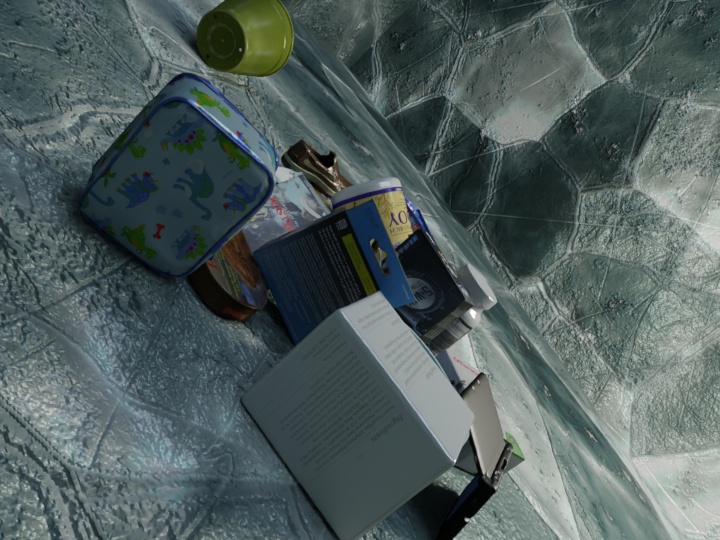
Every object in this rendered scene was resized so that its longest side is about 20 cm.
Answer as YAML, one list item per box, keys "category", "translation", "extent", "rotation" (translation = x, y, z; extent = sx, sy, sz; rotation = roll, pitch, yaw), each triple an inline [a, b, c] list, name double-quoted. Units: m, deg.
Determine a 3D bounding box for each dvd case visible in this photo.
- category: "dvd case"
  translation: [-0.119, -0.065, 0.988]
  extent: [0.199, 0.022, 0.147]
  rotation: [-29, 79, -46]

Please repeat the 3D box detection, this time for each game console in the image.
- category: "game console"
  translation: [0.150, 0.265, 0.918]
  extent: [0.116, 0.177, 0.199]
  rotation: [41, 15, 15]

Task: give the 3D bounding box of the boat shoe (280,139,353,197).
- category: "boat shoe"
  translation: [-0.068, -0.206, 1.302]
  extent: [0.200, 0.075, 0.075]
  rotation: [20, 30, -49]

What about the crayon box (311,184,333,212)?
- category: "crayon box"
  translation: [-0.046, -0.096, 1.345]
  extent: [0.200, 0.051, 0.127]
  rotation: [43, 18, -26]

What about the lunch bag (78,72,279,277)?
- category: "lunch bag"
  translation: [-0.195, -0.095, 0.696]
  extent: [0.160, 0.199, 0.083]
  rotation: [38, 26, -28]

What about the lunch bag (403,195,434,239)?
- category: "lunch bag"
  translation: [0.091, -0.049, 1.428]
  extent: [0.094, 0.150, 0.202]
  rotation: [33, 24, -43]

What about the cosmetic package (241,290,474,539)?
- category: "cosmetic package"
  translation: [0.005, 0.161, 0.738]
  extent: [0.201, 0.164, 0.164]
  rotation: [52, 17, 8]

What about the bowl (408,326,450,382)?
- category: "bowl"
  translation: [0.051, 0.174, 0.934]
  extent: [0.201, 0.105, 0.202]
  rotation: [44, 18, -18]

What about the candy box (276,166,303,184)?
- category: "candy box"
  translation: [-0.107, -0.085, 1.123]
  extent: [0.202, 0.071, 0.167]
  rotation: [55, 17, 10]

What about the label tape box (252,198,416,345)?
- category: "label tape box"
  translation: [-0.030, -0.001, 0.864]
  extent: [0.147, 0.197, 0.063]
  rotation: [65, 24, -9]

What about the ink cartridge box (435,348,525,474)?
- category: "ink cartridge box"
  translation: [0.199, 0.265, 1.167]
  extent: [0.145, 0.084, 0.202]
  rotation: [36, 22, -41]

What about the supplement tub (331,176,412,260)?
- category: "supplement tub"
  translation: [0.031, -0.065, 1.234]
  extent: [0.145, 0.142, 0.205]
  rotation: [-16, 92, -72]

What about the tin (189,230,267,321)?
- category: "tin"
  translation: [-0.188, -0.020, 0.838]
  extent: [0.112, 0.042, 0.202]
  rotation: [35, 23, -53]

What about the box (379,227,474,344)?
- category: "box"
  translation: [0.076, 0.053, 1.090]
  extent: [0.043, 0.199, 0.162]
  rotation: [23, 31, -54]

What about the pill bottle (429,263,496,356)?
- category: "pill bottle"
  translation: [0.165, 0.087, 1.250]
  extent: [0.116, 0.199, 0.116]
  rotation: [44, 17, -17]

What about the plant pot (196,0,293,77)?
- category: "plant pot"
  translation: [-0.281, -0.543, 1.472]
  extent: [0.201, 0.199, 0.193]
  rotation: [48, 29, -6]

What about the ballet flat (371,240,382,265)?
- category: "ballet flat"
  translation: [0.000, 0.000, 1.080]
  extent: [0.068, 0.061, 0.203]
  rotation: [86, 20, -59]
